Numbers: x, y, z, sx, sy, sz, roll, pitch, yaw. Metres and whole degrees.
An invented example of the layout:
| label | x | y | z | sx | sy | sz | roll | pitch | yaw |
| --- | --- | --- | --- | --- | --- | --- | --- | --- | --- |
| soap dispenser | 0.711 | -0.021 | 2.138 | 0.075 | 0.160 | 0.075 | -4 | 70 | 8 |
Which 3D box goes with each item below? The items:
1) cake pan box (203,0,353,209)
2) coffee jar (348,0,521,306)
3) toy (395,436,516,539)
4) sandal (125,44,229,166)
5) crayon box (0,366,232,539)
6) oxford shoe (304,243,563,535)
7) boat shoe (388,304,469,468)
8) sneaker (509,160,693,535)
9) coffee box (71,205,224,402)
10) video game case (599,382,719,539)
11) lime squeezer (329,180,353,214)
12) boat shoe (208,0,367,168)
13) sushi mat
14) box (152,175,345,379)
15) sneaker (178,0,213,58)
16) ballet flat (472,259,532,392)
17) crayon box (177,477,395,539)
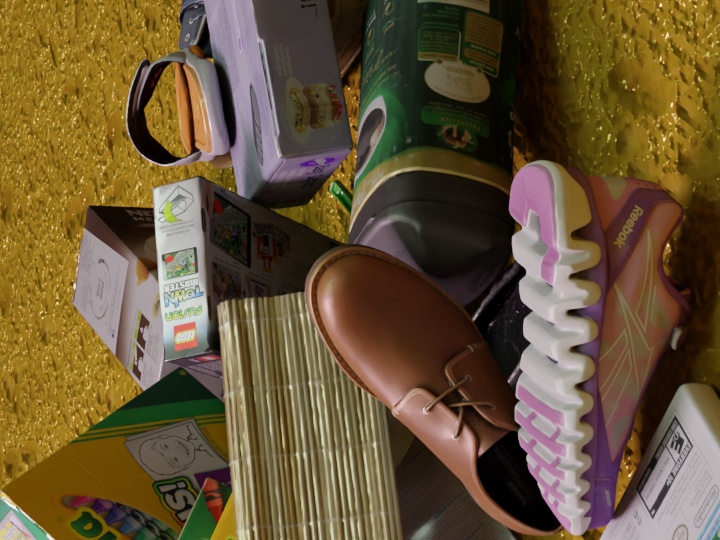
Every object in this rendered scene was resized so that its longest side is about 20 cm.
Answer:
| label | x | y | z | sx | sy | sz | roll | pitch | yaw |
| --- | --- | --- | --- | --- | --- | --- | --- | --- | --- |
| cake pan box | -0.058 | -0.147 | 1.479 | 0.184 | 0.052 | 0.201 | 137 | 123 | -74 |
| coffee jar | 0.043 | -0.078 | 1.366 | 0.104 | 0.085 | 0.200 | 124 | 155 | -56 |
| toy | 0.021 | 0.143 | 1.462 | 0.115 | 0.047 | 0.200 | -48 | 56 | 16 |
| sandal | -0.125 | -0.108 | 1.590 | 0.207 | 0.059 | 0.079 | -162 | 63 | -82 |
| crayon box | -0.101 | 0.174 | 1.496 | 0.200 | 0.172 | 0.058 | 39 | 132 | 15 |
| oxford shoe | 0.049 | 0.064 | 1.293 | 0.071 | 0.200 | 0.071 | -44 | 17 | -1 |
| boat shoe | 0.014 | 0.058 | 1.434 | 0.202 | 0.074 | 0.063 | -66 | -10 | 1 |
| sneaker | 0.128 | 0.039 | 1.231 | 0.080 | 0.088 | 0.201 | -138 | 43 | -64 |
| coffee box | -0.120 | 0.023 | 1.711 | 0.200 | 0.114 | 0.080 | 40 | 124 | 58 |
| video game case | 0.166 | 0.190 | 1.204 | 0.182 | 0.024 | 0.200 | 63 | 141 | 45 |
| lime squeezer | 0.000 | 0.000 | 1.526 | 0.200 | 0.070 | 0.038 | -73 | -18 | -61 |
| boat shoe | -0.046 | -0.131 | 1.625 | 0.200 | 0.066 | 0.074 | -43 | 58 | 50 |
| sushi mat | -0.028 | 0.105 | 1.373 | 0.012 | 0.095 | 0.201 | 67 | -165 | -67 |
| box | -0.061 | 0.018 | 1.513 | 0.035 | 0.200 | 0.110 | -12 | 72 | 25 |
| sneaker | -0.075 | -0.223 | 1.664 | 0.202 | 0.077 | 0.147 | 122 | 154 | -62 |
| ballet flat | 0.080 | 0.031 | 1.354 | 0.200 | 0.057 | 0.067 | -60 | 45 | 45 |
| crayon box | -0.031 | 0.203 | 1.371 | 0.051 | 0.200 | 0.127 | 61 | -129 | -68 |
